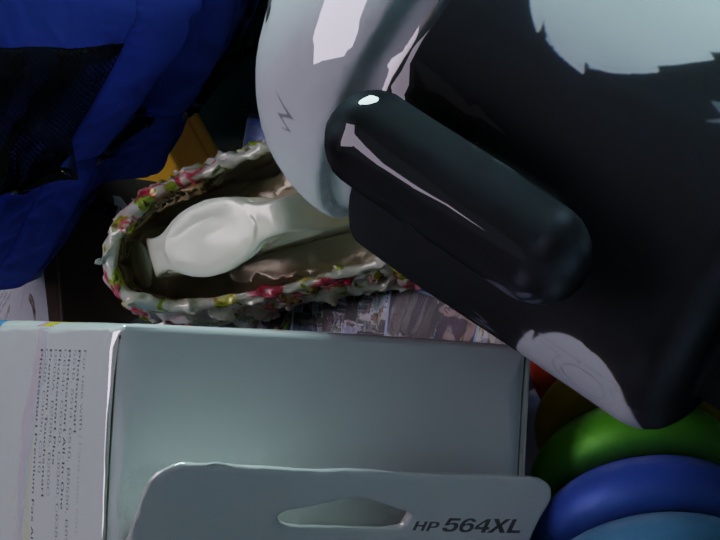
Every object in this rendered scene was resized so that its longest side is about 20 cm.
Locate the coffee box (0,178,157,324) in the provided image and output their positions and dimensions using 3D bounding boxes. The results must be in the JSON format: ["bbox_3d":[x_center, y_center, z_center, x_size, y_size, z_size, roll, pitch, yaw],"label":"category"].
[{"bbox_3d":[-0.082,0.068,0.995,0.080,0.114,0.200,-49,41,49],"label":"coffee box"}]

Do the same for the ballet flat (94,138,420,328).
[{"bbox_3d":[-0.002,-0.022,0.832,0.200,0.064,0.076,-22,84,23],"label":"ballet flat"}]

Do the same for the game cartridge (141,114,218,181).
[{"bbox_3d":[-0.164,-0.114,1.133,0.200,0.176,0.032,19,61,35],"label":"game cartridge"}]

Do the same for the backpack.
[{"bbox_3d":[-0.143,-0.081,0.924,0.200,0.168,0.163,-52,48,39],"label":"backpack"}]

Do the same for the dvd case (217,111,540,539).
[{"bbox_3d":[0.007,0.053,0.869,0.142,0.018,0.201,11,92,26],"label":"dvd case"}]

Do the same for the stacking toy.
[{"bbox_3d":[0.084,0.060,0.749,0.085,0.085,0.200,126,150,-42],"label":"stacking toy"}]

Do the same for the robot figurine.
[{"bbox_3d":[0.066,-0.037,0.693,0.125,0.200,0.150,-53,-16,-8],"label":"robot figurine"}]

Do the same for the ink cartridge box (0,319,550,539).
[{"bbox_3d":[-0.038,0.080,0.754,0.200,0.128,0.126,179,94,-69],"label":"ink cartridge box"}]
